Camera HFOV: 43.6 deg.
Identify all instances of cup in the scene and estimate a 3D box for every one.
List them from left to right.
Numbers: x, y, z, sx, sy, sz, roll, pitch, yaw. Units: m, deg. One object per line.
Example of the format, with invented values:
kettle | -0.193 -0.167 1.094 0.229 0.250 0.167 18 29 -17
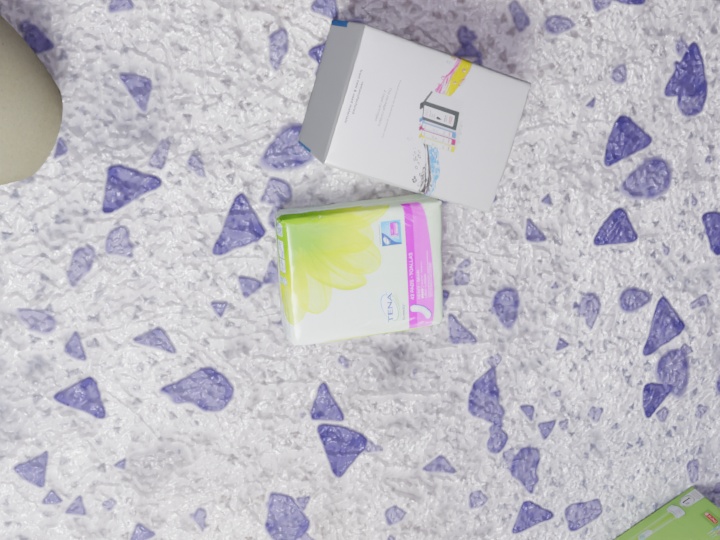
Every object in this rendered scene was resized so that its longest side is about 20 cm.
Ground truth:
cup | -0.372 -0.157 0.857 0.142 0.199 0.203 21 101 -47

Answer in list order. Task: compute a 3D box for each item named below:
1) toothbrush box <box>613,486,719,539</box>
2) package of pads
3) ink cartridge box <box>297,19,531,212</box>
toothbrush box | 0.444 0.423 1.270 0.198 0.146 0.087 -30 112 -6
package of pads | 0.000 0.000 1.060 0.196 0.068 0.158 -7 106 -13
ink cartridge box | 0.054 -0.170 0.983 0.196 0.147 0.147 14 102 -20
